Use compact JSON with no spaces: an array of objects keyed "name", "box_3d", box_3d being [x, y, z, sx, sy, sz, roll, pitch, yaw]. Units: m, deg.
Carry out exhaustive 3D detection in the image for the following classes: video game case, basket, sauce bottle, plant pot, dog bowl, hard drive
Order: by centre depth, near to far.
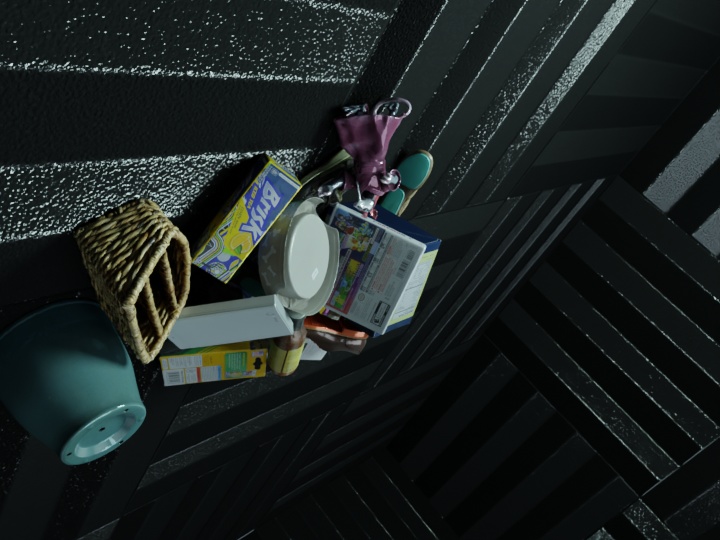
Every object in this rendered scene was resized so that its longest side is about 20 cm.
[{"name":"basket","box_3d":[-0.302,0.015,1.001,0.143,0.149,0.200,-32,156,-26]},{"name":"plant pot","box_3d":[-0.428,0.178,1.039,0.200,0.188,0.200,-36,159,-17]},{"name":"hard drive","box_3d":[-0.223,0.088,1.143,0.200,0.026,0.132,-8,154,5]},{"name":"dog bowl","box_3d":[-0.104,-0.025,1.169,0.200,0.059,0.200,6,90,-66]},{"name":"video game case","box_3d":[0.000,0.000,1.283,0.023,0.182,0.200,-60,175,-65]},{"name":"sauce bottle","box_3d":[-0.133,0.126,1.285,0.066,0.066,0.200,-28,157,-33]}]

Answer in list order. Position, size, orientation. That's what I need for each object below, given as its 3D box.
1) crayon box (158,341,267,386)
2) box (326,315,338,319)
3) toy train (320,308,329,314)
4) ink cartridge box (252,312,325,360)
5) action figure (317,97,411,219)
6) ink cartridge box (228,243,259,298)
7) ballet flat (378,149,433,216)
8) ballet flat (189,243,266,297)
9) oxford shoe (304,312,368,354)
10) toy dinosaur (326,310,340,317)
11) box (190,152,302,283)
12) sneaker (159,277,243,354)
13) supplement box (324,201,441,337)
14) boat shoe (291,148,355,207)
[{"name":"crayon box","box_3d":[-0.286,0.168,1.344,0.200,0.052,0.126,-3,147,-13]},{"name":"box","box_3d":[-0.087,0.106,1.657,0.200,0.078,0.095,-35,157,-19]},{"name":"toy train","box_3d":[-0.149,0.076,1.534,0.200,0.056,0.150,-37,142,1]},{"name":"ink cartridge box","box_3d":[-0.166,0.120,1.428,0.200,0.116,0.067,9,127,-42]},{"name":"action figure","box_3d":[0.010,-0.186,1.183,0.149,0.134,0.200,-52,146,-56]},{"name":"ink cartridge box","box_3d":[-0.156,-0.008,1.315,0.200,0.076,0.136,-46,160,13]},{"name":"ballet flat","box_3d":[0.100,-0.186,1.456,0.072,0.068,0.200,-49,171,-49]},{"name":"ballet flat","box_3d":[-0.206,-0.004,1.195,0.200,0.068,0.068,37,131,-28]},{"name":"oxford shoe","box_3d":[-0.083,0.127,1.374,0.071,0.200,0.073,-97,-158,-65]},{"name":"toy dinosaur","box_3d":[0.008,0.099,1.554,0.086,0.135,0.200,-47,-172,27]},{"name":"box","box_3d":[-0.182,-0.082,1.085,0.070,0.064,0.200,35,99,-25]},{"name":"sneaker","box_3d":[-0.308,0.074,1.219,0.200,0.076,0.091,-35,137,11]},{"name":"supplement box","box_3d":[0.021,-0.008,1.399,0.134,0.200,0.200,-14,130,-51]},{"name":"boat shoe","box_3d":[-0.057,-0.150,1.231,0.200,0.065,0.073,-41,161,0]}]
